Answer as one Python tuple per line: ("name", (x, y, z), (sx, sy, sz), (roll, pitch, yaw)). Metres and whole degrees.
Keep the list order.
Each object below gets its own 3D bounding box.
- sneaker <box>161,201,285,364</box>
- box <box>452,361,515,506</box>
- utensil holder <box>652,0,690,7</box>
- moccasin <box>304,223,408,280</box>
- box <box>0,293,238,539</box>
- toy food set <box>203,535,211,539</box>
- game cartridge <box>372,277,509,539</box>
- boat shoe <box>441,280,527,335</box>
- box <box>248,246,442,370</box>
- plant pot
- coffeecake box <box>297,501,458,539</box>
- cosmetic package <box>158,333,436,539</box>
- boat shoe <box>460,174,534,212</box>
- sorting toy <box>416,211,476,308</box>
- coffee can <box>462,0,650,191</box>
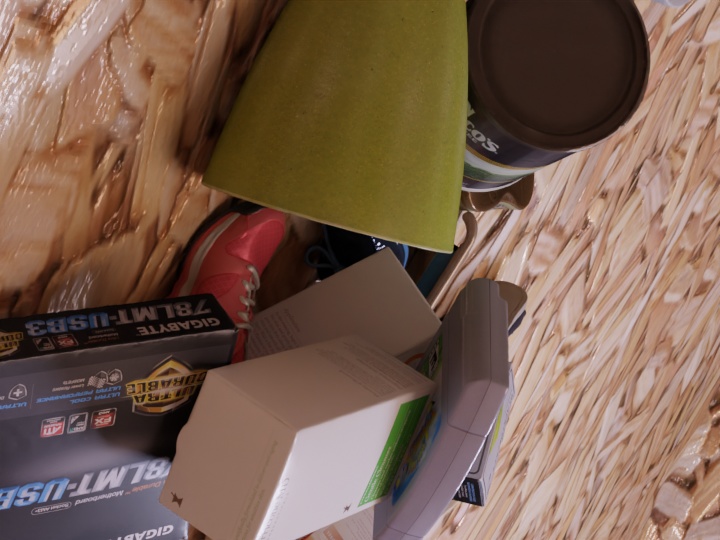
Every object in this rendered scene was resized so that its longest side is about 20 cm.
("sneaker", (-0.106, 0.039, 1.252), (0.201, 0.086, 0.074), (-53, 158, -16))
("box", (0.025, 0.120, 1.446), (0.060, 0.198, 0.117), (78, 28, -59))
("utensil holder", (0.181, -0.308, 1.268), (0.170, 0.199, 0.171), (-45, 152, -32))
("moccasin", (0.000, 0.000, 1.435), (0.068, 0.080, 0.200), (-46, 154, -17))
("box", (-0.194, 0.117, 1.126), (0.199, 0.050, 0.200), (-7, 128, -32))
("toy food set", (-0.066, 0.191, 1.555), (0.200, 0.060, 0.144), (-32, 145, -49))
("game cartridge", (0.058, 0.118, 1.270), (0.134, 0.040, 0.201), (-91, -158, -50))
("boat shoe", (0.119, 0.082, 1.791), (0.200, 0.072, 0.063), (-40, 148, -48))
("box", (-0.035, 0.090, 1.359), (0.199, 0.098, 0.125), (-27, 148, -12))
("plant pot", (0.002, -0.134, 1.183), (0.187, 0.186, 0.202), (8, 98, -66))
("coffeecake box", (-0.020, 0.264, 1.624), (0.200, 0.073, 0.153), (-35, 180, -38))
("cosmetic package", (-0.041, 0.119, 1.183), (0.200, 0.085, 0.108), (-14, 130, -59))
("boat shoe", (0.116, -0.093, 1.601), (0.200, 0.062, 0.074), (-8, 99, -65))
("sorting toy", (0.057, 0.033, 1.596), (0.201, 0.036, 0.185), (-62, 177, 4))
("coffee can", (0.121, -0.148, 1.311), (0.147, 0.146, 0.200), (-53, -173, -14))
